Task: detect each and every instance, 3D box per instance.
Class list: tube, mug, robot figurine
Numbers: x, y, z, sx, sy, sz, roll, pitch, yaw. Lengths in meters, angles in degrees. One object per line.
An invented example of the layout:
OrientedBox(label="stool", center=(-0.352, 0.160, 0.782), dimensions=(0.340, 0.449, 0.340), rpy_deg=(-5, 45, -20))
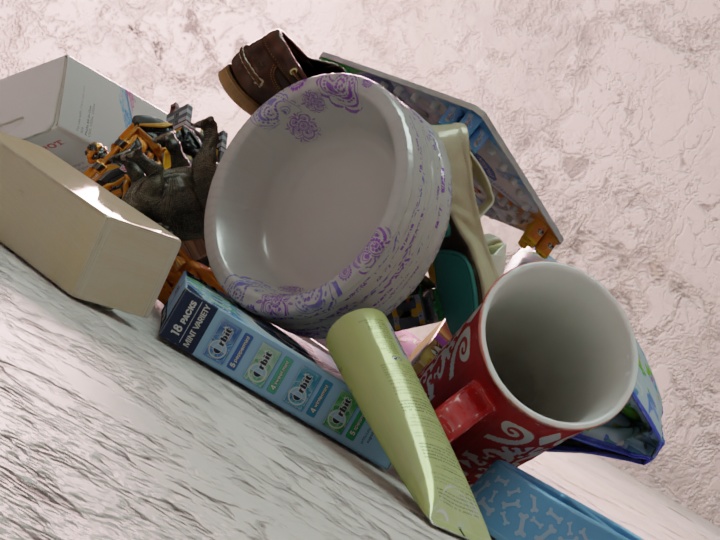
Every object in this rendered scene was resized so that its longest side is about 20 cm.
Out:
OrientedBox(label="tube", center=(0.032, 0.113, 1.338), dimensions=(0.057, 0.052, 0.201), rpy_deg=(-12, 48, -21))
OrientedBox(label="mug", center=(0.096, 0.092, 1.491), dimensions=(0.176, 0.135, 0.200), rpy_deg=(-1, -21, -22))
OrientedBox(label="robot figurine", center=(-0.159, -0.043, 1.617), dimensions=(0.200, 0.145, 0.058), rpy_deg=(41, -15, 2))

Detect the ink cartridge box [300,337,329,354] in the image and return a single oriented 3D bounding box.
OrientedBox(label="ink cartridge box", center=(0.036, 0.128, 1.751), dimensions=(0.197, 0.047, 0.199), rpy_deg=(30, 0, -44))

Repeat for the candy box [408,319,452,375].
OrientedBox(label="candy box", center=(0.090, 0.116, 1.701), dimensions=(0.117, 0.056, 0.200), rpy_deg=(45, 16, 0))

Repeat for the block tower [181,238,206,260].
OrientedBox(label="block tower", center=(-0.120, -0.053, 1.694), dimensions=(0.058, 0.199, 0.054), rpy_deg=(63, 31, -9))

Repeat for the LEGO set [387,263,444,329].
OrientedBox(label="LEGO set", center=(0.000, 0.000, 1.651), dimensions=(0.115, 0.155, 0.200), rpy_deg=(-13, 9, 9))

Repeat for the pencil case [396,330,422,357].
OrientedBox(label="pencil case", center=(0.030, 0.098, 1.955), dimensions=(0.199, 0.087, 0.082), rpy_deg=(33, 22, 31))

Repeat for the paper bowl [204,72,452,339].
OrientedBox(label="paper bowl", center=(-0.017, -0.044, 1.482), dimensions=(0.200, 0.202, 0.104), rpy_deg=(31, 1, 41))

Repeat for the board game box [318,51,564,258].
OrientedBox(label="board game box", center=(0.067, -0.100, 1.678), dimensions=(0.199, 0.026, 0.200), rpy_deg=(24, -19, 40))

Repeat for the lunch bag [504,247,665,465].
OrientedBox(label="lunch bag", center=(0.188, 0.086, 1.695), dimensions=(0.199, 0.128, 0.170), rpy_deg=(36, 15, 2))

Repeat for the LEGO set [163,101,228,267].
OrientedBox(label="LEGO set", center=(-0.165, -0.074, 1.839), dimensions=(0.199, 0.117, 0.153), rpy_deg=(29, -41, -33))

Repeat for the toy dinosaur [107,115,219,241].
OrientedBox(label="toy dinosaur", center=(-0.147, -0.064, 1.566), dimensions=(0.077, 0.199, 0.103), rpy_deg=(-8, -74, 57))

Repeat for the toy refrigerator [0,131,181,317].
OrientedBox(label="toy refrigerator", center=(-0.226, -0.037, 1.402), dimensions=(0.076, 0.071, 0.199), rpy_deg=(19, 9, -47))

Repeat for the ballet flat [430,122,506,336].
OrientedBox(label="ballet flat", center=(0.089, -0.031, 1.564), dimensions=(0.069, 0.069, 0.202), rpy_deg=(32, -37, 61))

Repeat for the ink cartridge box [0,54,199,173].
OrientedBox(label="ink cartridge box", center=(-0.275, -0.123, 1.891), dimensions=(0.144, 0.088, 0.199), rpy_deg=(-14, -28, 38))

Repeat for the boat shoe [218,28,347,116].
OrientedBox(label="boat shoe", center=(-0.037, -0.142, 1.588), dimensions=(0.071, 0.070, 0.200), rpy_deg=(56, 16, 28))

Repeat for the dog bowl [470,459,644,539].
OrientedBox(label="dog bowl", center=(0.165, 0.207, 1.452), dimensions=(0.199, 0.050, 0.111), rpy_deg=(31, 1, -24))

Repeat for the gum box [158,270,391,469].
OrientedBox(label="gum box", center=(-0.061, 0.073, 1.469), dimensions=(0.199, 0.045, 0.170), rpy_deg=(30, 1, -6))
